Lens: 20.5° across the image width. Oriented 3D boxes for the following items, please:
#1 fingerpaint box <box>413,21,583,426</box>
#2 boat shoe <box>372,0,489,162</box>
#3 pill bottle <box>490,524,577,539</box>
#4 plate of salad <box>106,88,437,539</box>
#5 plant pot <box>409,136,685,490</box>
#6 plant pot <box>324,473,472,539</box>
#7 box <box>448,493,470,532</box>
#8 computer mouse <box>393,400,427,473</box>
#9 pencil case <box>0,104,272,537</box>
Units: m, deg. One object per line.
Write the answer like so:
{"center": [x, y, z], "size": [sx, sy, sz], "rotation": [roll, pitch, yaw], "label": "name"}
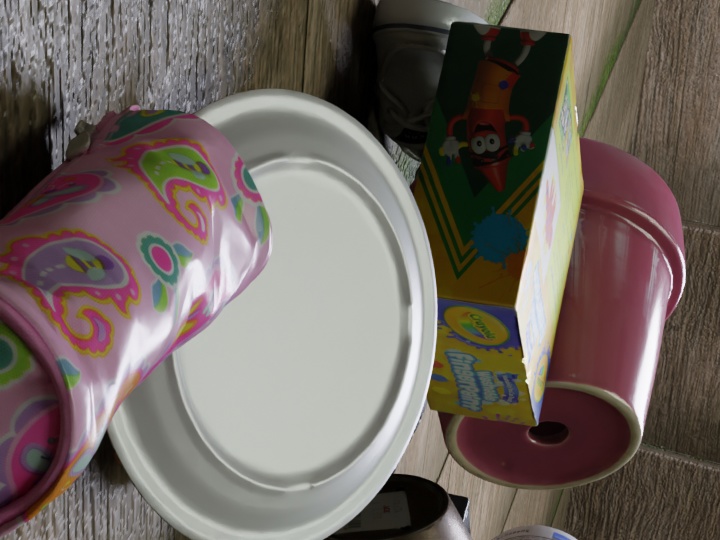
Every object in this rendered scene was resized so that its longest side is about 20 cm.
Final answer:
{"center": [0.077, -0.022, 1.152], "size": [0.200, 0.073, 0.167], "rotation": [69, 31, -67], "label": "fingerpaint box"}
{"center": [0.040, -0.109, 1.208], "size": [0.200, 0.071, 0.070], "rotation": [78, 23, -79], "label": "boat shoe"}
{"center": [0.123, 0.286, 1.541], "size": [0.200, 0.114, 0.114], "rotation": [-47, 148, -69], "label": "pill bottle"}
{"center": [-0.042, 0.022, 0.856], "size": [0.200, 0.048, 0.200], "rotation": [-1, 91, -45], "label": "plate of salad"}
{"center": [0.119, 0.038, 1.323], "size": [0.200, 0.200, 0.179], "rotation": [89, 3, -51], "label": "plant pot"}
{"center": [0.020, 0.241, 1.282], "size": [0.187, 0.187, 0.200], "rotation": [-55, 140, -63], "label": "plant pot"}
{"center": [0.026, 0.279, 1.535], "size": [0.141, 0.079, 0.200], "rotation": [86, 20, -66], "label": "box"}
{"center": [0.022, 0.123, 1.424], "size": [0.140, 0.046, 0.200], "rotation": [36, 67, -77], "label": "computer mouse"}
{"center": [-0.094, 0.008, 0.641], "size": [0.200, 0.087, 0.087], "rotation": [-55, 155, -65], "label": "pencil case"}
